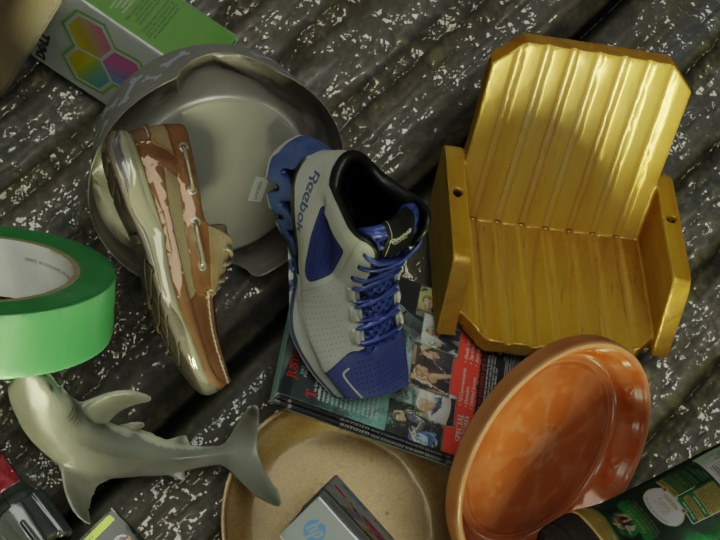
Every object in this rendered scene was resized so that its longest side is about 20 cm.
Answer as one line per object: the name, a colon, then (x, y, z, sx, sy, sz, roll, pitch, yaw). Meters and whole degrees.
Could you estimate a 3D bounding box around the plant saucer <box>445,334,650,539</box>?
plant saucer: (0.141, 0.140, 1.244, 0.199, 0.202, 0.032, -36, 43, -21)

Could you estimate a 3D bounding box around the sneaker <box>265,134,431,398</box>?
sneaker: (0.000, -0.001, 1.184, 0.080, 0.115, 0.202, -22, 103, -32)

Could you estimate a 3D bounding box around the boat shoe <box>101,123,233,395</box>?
boat shoe: (-0.123, -0.010, 1.170, 0.071, 0.076, 0.202, -20, 103, -17)

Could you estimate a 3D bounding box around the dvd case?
dvd case: (0.035, 0.072, 1.283, 0.198, 0.022, 0.147, 20, 53, -14)

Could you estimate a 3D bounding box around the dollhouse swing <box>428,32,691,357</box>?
dollhouse swing: (0.171, -0.055, 1.291, 0.197, 0.177, 0.183, 7, 50, -11)

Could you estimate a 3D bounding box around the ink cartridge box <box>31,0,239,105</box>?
ink cartridge box: (-0.202, -0.192, 1.291, 0.199, 0.104, 0.060, 34, 57, -1)

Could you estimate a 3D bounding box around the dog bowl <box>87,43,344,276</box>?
dog bowl: (-0.114, -0.082, 1.244, 0.197, 0.202, 0.059, -8, 39, -16)

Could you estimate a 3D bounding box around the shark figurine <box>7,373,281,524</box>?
shark figurine: (-0.174, 0.143, 1.194, 0.212, 0.128, 0.090, 19, 54, -26)

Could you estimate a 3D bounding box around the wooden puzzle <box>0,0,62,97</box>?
wooden puzzle: (-0.278, -0.260, 1.260, 0.046, 0.185, 0.202, -11, 76, -31)

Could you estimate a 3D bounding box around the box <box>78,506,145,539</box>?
box: (-0.183, 0.309, 1.169, 0.193, 0.048, 0.200, 43, 68, 4)

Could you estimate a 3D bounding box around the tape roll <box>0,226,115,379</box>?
tape roll: (-0.275, 0.019, 1.164, 0.198, 0.201, 0.049, 3, 108, -12)

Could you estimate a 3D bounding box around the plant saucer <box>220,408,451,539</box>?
plant saucer: (-0.012, 0.195, 1.252, 0.197, 0.035, 0.203, 4, 72, -13)

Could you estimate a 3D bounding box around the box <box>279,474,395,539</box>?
box: (0.016, 0.217, 1.125, 0.041, 0.200, 0.156, -42, 85, -2)

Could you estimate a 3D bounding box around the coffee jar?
coffee jar: (0.224, 0.213, 1.257, 0.198, 0.105, 0.085, -20, 47, -22)

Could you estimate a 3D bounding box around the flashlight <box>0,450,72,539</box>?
flashlight: (-0.288, 0.126, 1.187, 0.200, 0.068, 0.067, 50, 35, 11)
